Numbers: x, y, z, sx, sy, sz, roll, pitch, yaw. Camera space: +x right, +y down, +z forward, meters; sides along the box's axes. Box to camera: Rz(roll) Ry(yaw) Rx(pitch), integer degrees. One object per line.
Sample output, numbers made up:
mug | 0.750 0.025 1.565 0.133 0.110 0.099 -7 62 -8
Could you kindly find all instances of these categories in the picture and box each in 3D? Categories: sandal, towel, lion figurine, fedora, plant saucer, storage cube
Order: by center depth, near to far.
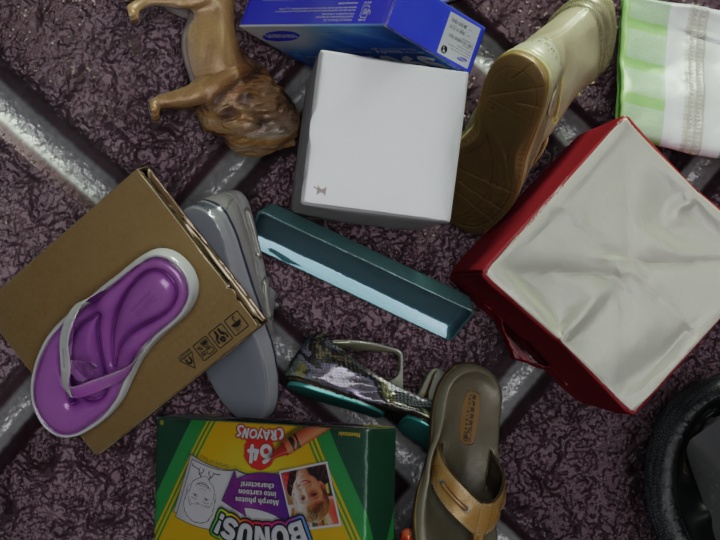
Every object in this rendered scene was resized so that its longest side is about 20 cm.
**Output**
sandal | -0.211 0.059 1.458 0.082 0.050 0.203 42 113 4
sandal | 0.090 0.172 1.463 0.080 0.054 0.201 12 77 -28
storage cube | 0.201 -0.001 1.484 0.171 0.180 0.200 43 85 -3
lion figurine | -0.128 -0.188 1.515 0.122 0.072 0.201 -14 88 -7
plant saucer | 0.000 0.000 1.527 0.200 0.070 0.019 26 63 -3
fedora | 0.324 0.189 1.533 0.200 0.092 0.201 0 81 -3
towel | 0.317 -0.161 1.538 0.199 0.031 0.150 10 62 -7

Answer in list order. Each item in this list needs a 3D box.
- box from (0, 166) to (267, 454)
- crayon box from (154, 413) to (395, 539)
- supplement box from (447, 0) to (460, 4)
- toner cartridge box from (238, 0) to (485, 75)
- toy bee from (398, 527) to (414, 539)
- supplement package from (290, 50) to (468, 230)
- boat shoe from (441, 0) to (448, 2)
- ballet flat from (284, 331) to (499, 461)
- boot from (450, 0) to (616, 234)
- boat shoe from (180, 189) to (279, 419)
box | -0.198 0.035 1.487 0.200 0.021 0.164 -38 90 24
crayon box | -0.072 0.209 1.475 0.200 0.058 0.173 1 88 27
supplement box | 0.033 -0.319 1.499 0.103 0.131 0.201 -17 90 -4
toner cartridge box | -0.002 -0.196 1.449 0.095 0.200 0.043 26 80 -36
toy bee | 0.054 0.266 1.494 0.199 0.109 0.131 -6 49 -22
supplement package | 0.011 -0.100 1.459 0.119 0.200 0.122 8 89 -4
boat shoe | 0.035 -0.306 1.403 0.072 0.062 0.201 -16 92 -3
ballet flat | 0.037 0.106 1.528 0.200 0.072 0.072 25 88 -5
boot | 0.143 -0.135 1.525 0.073 0.200 0.155 32 45 14
boat shoe | -0.098 0.028 1.514 0.070 0.071 0.200 -34 116 -47
